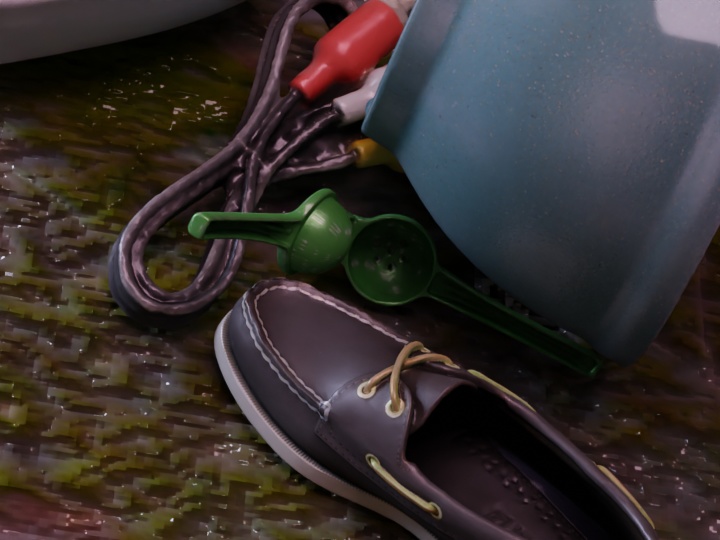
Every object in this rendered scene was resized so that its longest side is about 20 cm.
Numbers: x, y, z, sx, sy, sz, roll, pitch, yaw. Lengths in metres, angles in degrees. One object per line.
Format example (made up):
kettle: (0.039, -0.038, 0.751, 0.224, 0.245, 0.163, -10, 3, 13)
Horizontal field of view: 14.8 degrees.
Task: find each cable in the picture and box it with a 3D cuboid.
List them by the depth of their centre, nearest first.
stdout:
cable: (-0.030, -0.056, 1.108, 0.200, 0.050, 0.097, -32, 88, -39)

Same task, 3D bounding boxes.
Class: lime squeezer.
lime squeezer: (0.000, 0.000, 1.065, 0.200, 0.038, 0.071, 20, 30, -37)

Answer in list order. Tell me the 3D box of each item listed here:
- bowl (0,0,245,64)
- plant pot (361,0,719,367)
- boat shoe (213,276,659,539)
bowl: (-0.138, -0.166, 1.166, 0.200, 0.075, 0.200, -16, 56, -30)
plant pot: (0.082, -0.080, 1.064, 0.134, 0.200, 0.200, 24, 47, -1)
boat shoe: (0.030, 0.062, 1.022, 0.201, 0.061, 0.072, 39, 50, 18)
